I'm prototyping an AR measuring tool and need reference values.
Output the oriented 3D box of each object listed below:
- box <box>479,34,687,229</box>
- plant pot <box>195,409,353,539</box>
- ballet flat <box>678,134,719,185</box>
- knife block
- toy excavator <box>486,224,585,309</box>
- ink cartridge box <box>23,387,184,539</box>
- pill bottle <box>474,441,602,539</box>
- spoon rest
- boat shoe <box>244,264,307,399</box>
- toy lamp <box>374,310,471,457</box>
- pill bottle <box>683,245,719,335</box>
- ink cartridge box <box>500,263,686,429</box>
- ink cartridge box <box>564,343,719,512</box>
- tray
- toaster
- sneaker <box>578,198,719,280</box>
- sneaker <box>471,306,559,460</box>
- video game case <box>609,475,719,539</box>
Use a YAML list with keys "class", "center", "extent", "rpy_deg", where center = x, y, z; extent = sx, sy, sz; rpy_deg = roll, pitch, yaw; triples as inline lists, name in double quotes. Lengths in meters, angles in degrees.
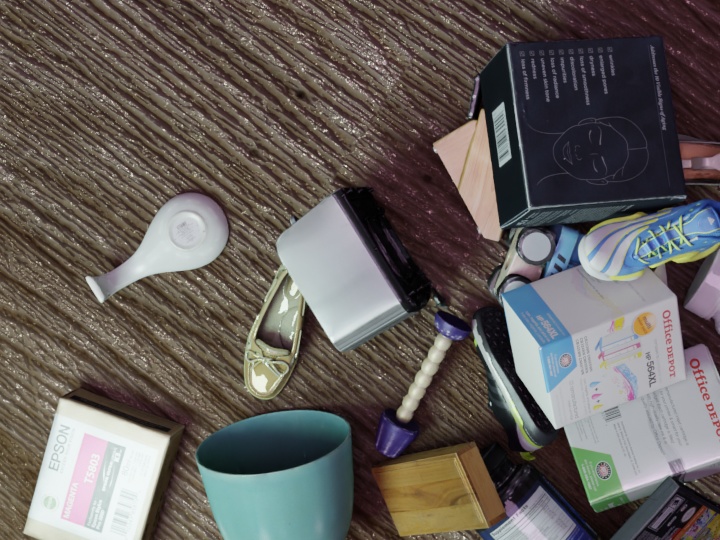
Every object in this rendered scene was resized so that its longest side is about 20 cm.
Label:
- class: "box"
  center: [0.259, -0.162, 1.538]
  extent: [0.196, 0.124, 0.201]
  rpy_deg: [-5, 82, -11]
- class: "plant pot"
  center: [-0.098, 0.290, 1.663]
  extent: [0.200, 0.201, 0.162]
  rpy_deg: [-6, 106, 9]
- class: "ballet flat"
  center: [0.405, -0.137, 1.610]
  extent: [0.199, 0.064, 0.068]
  rpy_deg: [2, 94, 9]
- class: "knife block"
  center: [0.190, -0.160, 1.642]
  extent: [0.175, 0.064, 0.201]
  rpy_deg: [-29, 89, 11]
- class: "toy excavator"
  center: [0.282, -0.013, 1.635]
  extent: [0.199, 0.100, 0.195]
  rpy_deg: [20, 96, -7]
- class: "ink cartridge box"
  center: [-0.345, 0.281, 1.756]
  extent: [0.164, 0.075, 0.201]
  rpy_deg: [17, 97, 6]
- class: "pill bottle"
  center: [0.210, 0.318, 1.651]
  extent: [0.112, 0.112, 0.200]
  rpy_deg: [-44, 86, 9]
- class: "spoon rest"
  center: [-0.269, -0.027, 1.737]
  extent: [0.200, 0.061, 0.100]
  rpy_deg: [-31, 90, -3]
- class: "boat shoe"
  center: [-0.108, 0.078, 1.704]
  extent: [0.073, 0.063, 0.201]
  rpy_deg: [24, 103, 5]
- class: "toy lamp"
  center: [0.077, 0.151, 1.680]
  extent: [0.058, 0.058, 0.201]
  rpy_deg: [30, 106, 6]
- class: "pill bottle"
  center: [0.504, 0.051, 1.583]
  extent: [0.199, 0.114, 0.115]
  rpy_deg: [29, 98, 5]
- class: "ink cartridge box"
  center: [0.290, 0.074, 1.556]
  extent: [0.199, 0.125, 0.129]
  rpy_deg: [-20, 123, -6]
- class: "ink cartridge box"
  center: [0.359, 0.196, 1.609]
  extent: [0.199, 0.084, 0.147]
  rpy_deg: [-20, 66, 10]
- class: "tray"
  center: [0.094, 0.278, 1.637]
  extent: [0.037, 0.200, 0.099]
  rpy_deg: [-24, 90, -34]
- class: "toaster"
  center: [0.000, 0.000, 1.629]
  extent: [0.118, 0.181, 0.200]
  rpy_deg: [-33, 88, 13]
- class: "sneaker"
  center: [0.348, -0.046, 1.492]
  extent: [0.199, 0.105, 0.076]
  rpy_deg: [-14, 75, -27]
- class: "sneaker"
  center: [0.179, 0.146, 1.662]
  extent: [0.083, 0.071, 0.201]
  rpy_deg: [-40, 66, 46]
- class: "video game case"
  center: [0.360, 0.355, 1.610]
  extent: [0.200, 0.181, 0.026]
  rpy_deg: [-50, 45, 9]
